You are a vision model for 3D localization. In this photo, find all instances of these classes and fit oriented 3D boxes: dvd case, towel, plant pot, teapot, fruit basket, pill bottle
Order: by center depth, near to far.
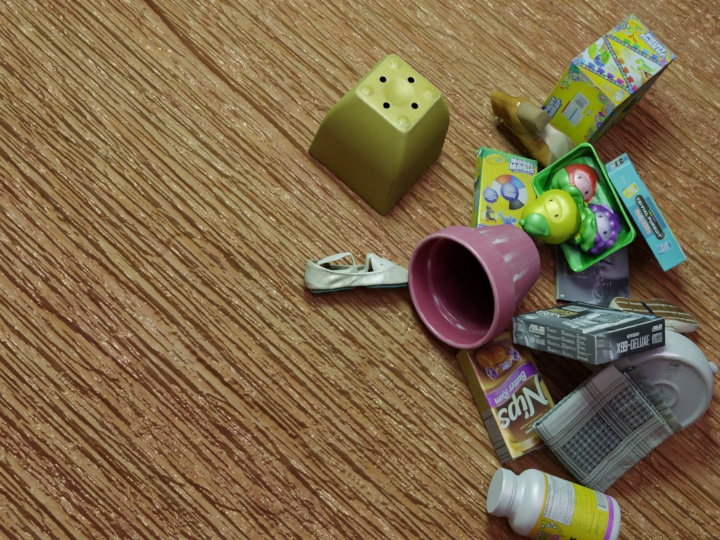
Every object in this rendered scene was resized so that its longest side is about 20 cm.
[{"bbox_3d":[0.306,0.384,1.302,0.197,0.105,0.106,20,65,-3],"label":"pill bottle"},{"bbox_3d":[0.410,0.256,1.332,0.200,0.035,0.193,-42,107,5],"label":"towel"},{"bbox_3d":[0.208,0.007,1.394,0.178,0.200,0.201,-26,74,-39],"label":"plant pot"},{"bbox_3d":[0.501,0.173,1.409,0.201,0.195,0.147,52,23,-21],"label":"teapot"},{"bbox_3d":[0.047,-0.265,1.458,0.195,0.201,0.195,39,66,7],"label":"plant pot"},{"bbox_3d":[0.384,-0.109,1.465,0.214,0.155,0.218,32,41,-32],"label":"fruit basket"},{"bbox_3d":[0.440,-0.028,1.547,0.146,0.016,0.204,8,67,-8],"label":"dvd case"}]

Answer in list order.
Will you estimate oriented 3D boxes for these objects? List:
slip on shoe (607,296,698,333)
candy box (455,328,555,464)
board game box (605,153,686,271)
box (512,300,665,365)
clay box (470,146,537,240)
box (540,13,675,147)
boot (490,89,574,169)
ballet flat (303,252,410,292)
[{"bbox_3d":[0.532,0.096,1.495,0.197,0.061,0.076,6,32,-27],"label":"slip on shoe"},{"bbox_3d":[0.257,0.212,1.389,0.115,0.057,0.203,-17,74,-19],"label":"candy box"},{"bbox_3d":[0.525,-0.112,1.503,0.046,0.151,0.202,-30,95,20],"label":"board game box"},{"bbox_3d":[0.372,0.100,1.341,0.155,0.199,0.051,-9,100,-27],"label":"box"},{"bbox_3d":[0.274,-0.147,1.542,0.113,0.048,0.204,11,67,-8],"label":"clay box"},{"bbox_3d":[0.469,-0.351,1.583,0.192,0.201,0.122,-37,78,-23],"label":"box"},{"bbox_3d":[0.335,-0.266,1.584,0.071,0.202,0.144,-44,41,-3],"label":"boot"},{"bbox_3d":[0.000,0.000,1.407,0.196,0.067,0.064,-5,105,-13],"label":"ballet flat"}]
